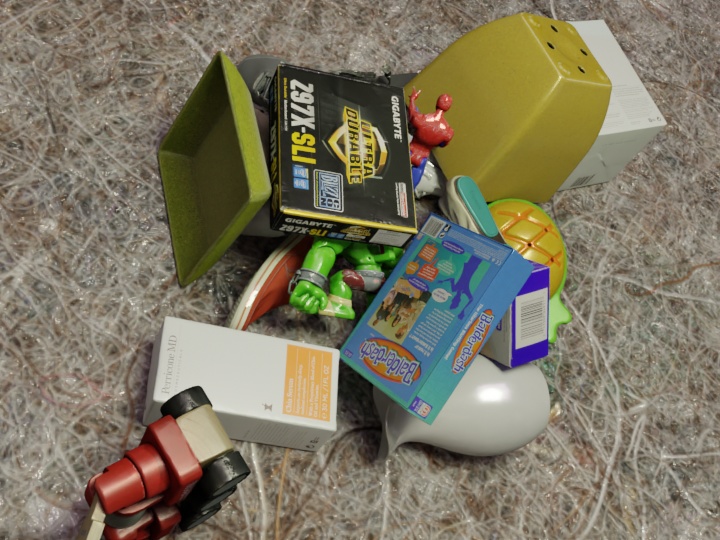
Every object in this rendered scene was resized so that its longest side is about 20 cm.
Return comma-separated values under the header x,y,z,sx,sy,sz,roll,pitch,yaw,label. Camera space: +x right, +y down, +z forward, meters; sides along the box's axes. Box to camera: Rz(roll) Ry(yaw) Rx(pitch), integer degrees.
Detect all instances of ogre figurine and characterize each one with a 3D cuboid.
x,y,z,sx,sy,sz,roll,pitch,yaw,label
0.000,0.000,1.098,0.199,0.098,0.120,11,86,-29,ogre figurine

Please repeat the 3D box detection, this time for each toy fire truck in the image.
x,y,z,sx,sy,sz,roll,pitch,yaw,label
-0.213,0.223,0.853,0.200,0.176,0.129,-23,73,-33,toy fire truck

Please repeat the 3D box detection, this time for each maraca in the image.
x,y,z,sx,sy,sz,roll,pitch,yaw,label
0.211,0.001,1.228,0.136,0.107,0.201,-7,76,-8,maraca

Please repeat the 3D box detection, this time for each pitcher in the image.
x,y,z,sx,sy,sz,roll,pitch,yaw,label
0.108,0.137,1.098,0.199,0.121,0.172,-3,50,-13,pitcher

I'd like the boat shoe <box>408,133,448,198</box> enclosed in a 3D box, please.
x,y,z,sx,sy,sz,roll,pitch,yaw,label
0.075,-0.132,1.277,0.200,0.074,0.065,35,79,-6,boat shoe

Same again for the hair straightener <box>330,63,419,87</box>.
x,y,z,sx,sy,sz,roll,pitch,yaw,label
0.015,-0.272,1.321,0.199,0.077,0.041,0,57,-23,hair straightener

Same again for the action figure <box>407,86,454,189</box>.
x,y,z,sx,sy,sz,roll,pitch,yaw,label
0.067,-0.153,1.209,0.065,0.200,0.099,23,34,-11,action figure

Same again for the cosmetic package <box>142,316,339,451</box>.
x,y,z,sx,sy,sz,roll,pitch,yaw,label
-0.128,0.126,1.017,0.199,0.071,0.102,12,57,-17,cosmetic package

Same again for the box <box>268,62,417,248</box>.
x,y,z,sx,sy,sz,roll,pitch,yaw,label
-0.022,-0.130,1.055,0.159,0.049,0.201,7,61,-18,box

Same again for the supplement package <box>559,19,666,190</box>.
x,y,z,sx,sy,sz,roll,pitch,yaw,label
0.315,-0.246,1.395,0.151,0.151,0.201,-12,66,-29,supplement package

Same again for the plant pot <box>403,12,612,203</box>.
x,y,z,sx,sy,sz,roll,pitch,yaw,label
0.213,-0.227,1.246,0.194,0.200,0.196,-3,59,-42,plant pot

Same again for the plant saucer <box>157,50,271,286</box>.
x,y,z,sx,sy,sz,roll,pitch,yaw,label
-0.164,-0.111,1.070,0.048,0.200,0.200,4,59,-34,plant saucer

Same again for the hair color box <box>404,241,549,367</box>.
x,y,z,sx,sy,sz,roll,pitch,yaw,label
0.133,0.028,1.105,0.065,0.200,0.110,-13,110,-29,hair color box

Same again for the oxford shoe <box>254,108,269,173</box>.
x,y,z,sx,sy,sz,roll,pitch,yaw,label
-0.124,-0.158,1.143,0.074,0.071,0.200,-13,38,-16,oxford shoe

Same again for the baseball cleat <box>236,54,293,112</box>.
x,y,z,sx,sy,sz,roll,pitch,yaw,label
-0.092,-0.218,1.162,0.200,0.070,0.106,35,12,20,baseball cleat

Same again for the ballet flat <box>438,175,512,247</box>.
x,y,z,sx,sy,sz,roll,pitch,yaw,label
0.155,-0.024,1.165,0.069,0.069,0.201,-15,71,-31,ballet flat

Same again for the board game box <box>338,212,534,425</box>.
x,y,z,sx,sy,sz,roll,pitch,yaw,label
0.077,0.047,1.018,0.045,0.152,0.200,36,87,-37,board game box

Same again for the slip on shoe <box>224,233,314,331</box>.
x,y,z,sx,sy,sz,roll,pitch,yaw,label
-0.092,0.013,1.106,0.061,0.074,0.200,41,48,0,slip on shoe

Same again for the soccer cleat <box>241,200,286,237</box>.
x,y,z,sx,sy,sz,roll,pitch,yaw,label
-0.103,-0.112,1.177,0.086,0.070,0.200,-5,34,19,soccer cleat
